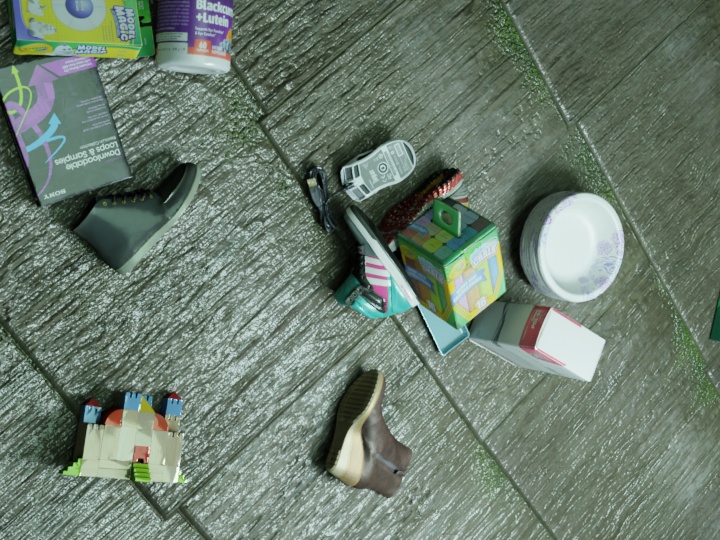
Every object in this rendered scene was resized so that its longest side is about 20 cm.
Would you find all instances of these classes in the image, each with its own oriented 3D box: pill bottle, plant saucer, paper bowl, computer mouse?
[{"bbox_3d":[-0.242,-0.396,1.423,0.111,0.111,0.202,1,96,-28],"label":"pill bottle"},{"bbox_3d":[0.128,0.051,1.728,0.070,0.019,0.201,-34,111,-21],"label":"plant saucer"},{"bbox_3d":[0.382,-0.046,1.804,0.199,0.104,0.202,-4,99,-28],"label":"paper bowl"},{"bbox_3d":[0.003,-0.154,1.625,0.199,0.044,0.110,-29,104,-17],"label":"computer mouse"}]

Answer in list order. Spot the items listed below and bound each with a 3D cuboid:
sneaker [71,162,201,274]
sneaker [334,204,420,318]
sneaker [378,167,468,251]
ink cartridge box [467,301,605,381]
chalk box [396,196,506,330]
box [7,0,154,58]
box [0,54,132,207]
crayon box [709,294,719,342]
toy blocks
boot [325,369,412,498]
[{"bbox_3d":[-0.327,-0.102,1.432,0.106,0.075,0.200,43,77,-28],"label":"sneaker"},{"bbox_3d":[0.000,0.000,1.607,0.120,0.084,0.201,-31,103,9],"label":"sneaker"},{"bbox_3d":[0.114,-0.090,1.671,0.200,0.078,0.082,-39,117,-17],"label":"sneaker"},{"bbox_3d":[0.309,0.122,1.731,0.146,0.200,0.083,29,79,-28],"label":"ink cartridge box"},{"bbox_3d":[0.149,-0.028,1.611,0.124,0.124,0.201,-36,135,-19],"label":"chalk box"},{"bbox_3d":[-0.389,-0.362,1.366,0.199,0.048,0.118,-4,77,-30],"label":"box"},{"bbox_3d":[-0.426,-0.207,1.391,0.142,0.036,0.201,-23,107,-24],"label":"box"},{"bbox_3d":[0.861,0.088,2.103,0.199,0.058,0.174,14,88,-29],"label":"crayon box"},{"bbox_3d":[-0.346,0.244,1.465,0.199,0.100,0.138,11,79,-29],"label":"toy blocks"},{"bbox_3d":[0.031,0.286,1.689,0.166,0.072,0.201,30,80,-40],"label":"boot"}]
